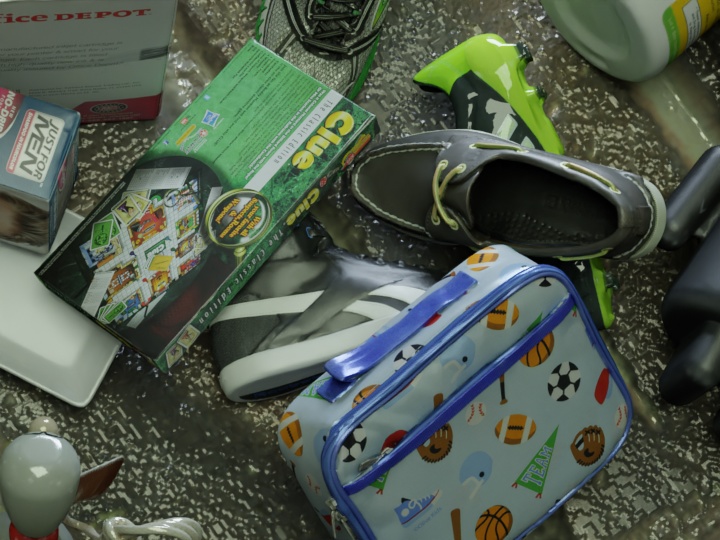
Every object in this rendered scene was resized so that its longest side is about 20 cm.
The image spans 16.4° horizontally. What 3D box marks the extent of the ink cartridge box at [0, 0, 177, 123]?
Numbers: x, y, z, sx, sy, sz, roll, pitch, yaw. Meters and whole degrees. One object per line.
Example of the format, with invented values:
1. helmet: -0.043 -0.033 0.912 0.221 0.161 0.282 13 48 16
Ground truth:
1. ink cartridge box: -0.185 -0.155 1.461 0.146 0.200 0.083 -3 73 -9

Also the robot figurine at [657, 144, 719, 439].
1. robot figurine: 0.261 0.007 1.504 0.200 0.125 0.150 -54 129 -19

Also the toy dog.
1. toy dog: -0.180 0.134 1.392 0.132 0.200 0.096 19 51 -27

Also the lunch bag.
1. lunch bag: 0.053 0.089 1.436 0.200 0.076 0.160 -40 125 -16

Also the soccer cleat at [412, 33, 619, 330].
1. soccer cleat: 0.098 -0.048 1.541 0.081 0.068 0.200 -24 80 10

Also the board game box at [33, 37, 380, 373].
1. board game box: -0.090 -0.041 1.485 0.105 0.023 0.200 34 73 29

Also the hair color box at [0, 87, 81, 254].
1. hair color box: -0.267 -0.079 1.456 0.200 0.100 0.061 17 71 -1

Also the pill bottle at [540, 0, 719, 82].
1. pill bottle: 0.214 -0.221 1.580 0.200 0.111 0.111 -41 81 -17

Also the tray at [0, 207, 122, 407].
1. tray: -0.229 -0.004 1.501 0.200 0.022 0.107 27 72 2

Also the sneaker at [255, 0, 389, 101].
1. sneaker: -0.013 -0.185 1.536 0.078 0.085 0.200 16 95 -7

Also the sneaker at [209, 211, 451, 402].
1. sneaker: 0.000 0.000 1.502 0.200 0.073 0.112 -14 74 -11

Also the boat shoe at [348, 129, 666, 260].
1. boat shoe: 0.079 -0.046 1.483 0.201 0.061 0.072 8 94 25
